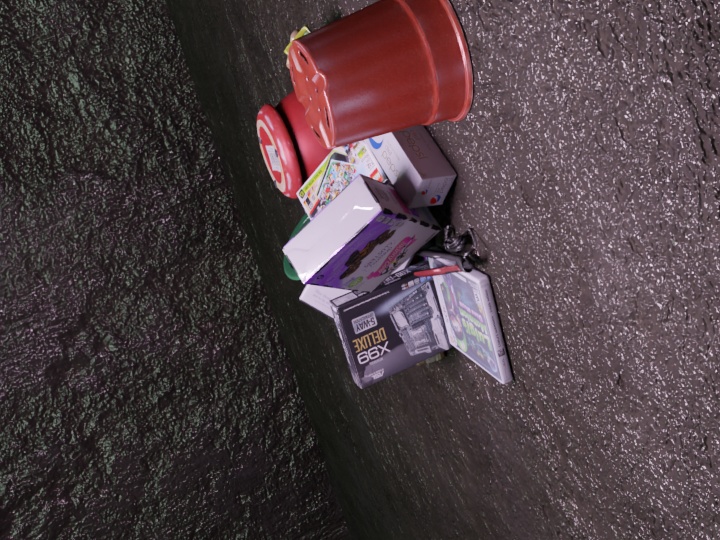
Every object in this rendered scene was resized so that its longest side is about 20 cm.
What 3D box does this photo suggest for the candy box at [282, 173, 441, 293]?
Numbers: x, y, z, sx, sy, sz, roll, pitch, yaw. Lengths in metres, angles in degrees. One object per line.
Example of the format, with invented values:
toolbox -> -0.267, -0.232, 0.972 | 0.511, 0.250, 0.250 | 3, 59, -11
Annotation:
candy box -> 0.007, -0.049, 1.405 | 0.199, 0.168, 0.072 | 10, -138, -59

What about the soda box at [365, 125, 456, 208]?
soda box -> 0.064, -0.189, 1.408 | 0.201, 0.067, 0.064 | 60, 145, 31

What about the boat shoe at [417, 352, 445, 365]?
boat shoe -> 0.097, 0.135, 1.802 | 0.200, 0.066, 0.075 | -158, 48, -71

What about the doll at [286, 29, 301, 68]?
doll -> -0.045, -0.344, 1.582 | 0.199, 0.048, 0.138 | 32, 120, 36

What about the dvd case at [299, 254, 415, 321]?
dvd case -> 0.000, 0.000, 1.618 | 0.142, 0.202, 0.018 | 29, -171, -3

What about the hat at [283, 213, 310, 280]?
hat -> -0.035, -0.014, 1.752 | 0.175, 0.200, 0.166 | 32, -161, -30

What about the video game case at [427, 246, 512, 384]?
video game case -> 0.174, 0.069, 1.499 | 0.200, 0.023, 0.184 | -144, 34, -65

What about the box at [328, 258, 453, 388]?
box -> 0.060, 0.091, 1.599 | 0.050, 0.198, 0.160 | 34, 143, 65

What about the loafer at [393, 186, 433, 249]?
loafer -> 0.075, -0.104, 1.516 | 0.073, 0.072, 0.202 | -127, 21, -50

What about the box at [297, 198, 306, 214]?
box -> -0.083, -0.210, 1.856 | 0.106, 0.121, 0.202 | 102, 144, -66

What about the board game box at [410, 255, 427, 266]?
board game box -> 0.074, -0.021, 1.707 | 0.202, 0.039, 0.158 | 81, 161, -44

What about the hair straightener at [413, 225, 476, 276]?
hair straightener -> 0.131, -0.032, 1.433 | 0.200, 0.040, 0.078 | 172, 97, -74

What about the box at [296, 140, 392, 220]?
box -> -0.023, -0.142, 1.530 | 0.200, 0.034, 0.111 | -44, 69, 43

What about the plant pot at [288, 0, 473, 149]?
plant pot -> 0.018, -0.265, 1.234 | 0.202, 0.193, 0.202 | 59, 164, 30

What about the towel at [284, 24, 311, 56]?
towel -> -0.055, -0.311, 1.560 | 0.201, 0.018, 0.086 | 56, 149, 0

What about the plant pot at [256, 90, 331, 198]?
plant pot -> -0.086, -0.245, 1.703 | 0.200, 0.181, 0.203 | 160, 90, -75
